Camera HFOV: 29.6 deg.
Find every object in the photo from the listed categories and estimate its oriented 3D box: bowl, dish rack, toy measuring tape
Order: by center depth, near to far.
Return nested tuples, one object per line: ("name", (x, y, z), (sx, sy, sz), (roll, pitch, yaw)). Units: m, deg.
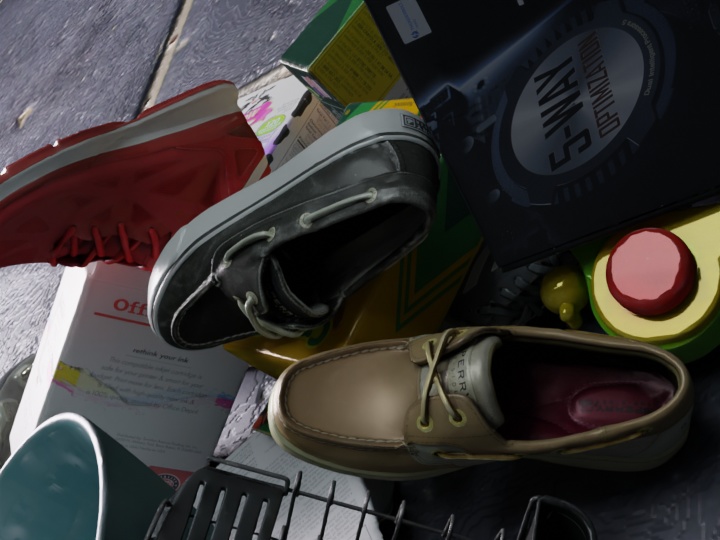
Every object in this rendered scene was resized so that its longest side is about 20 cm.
("dish rack", (-0.006, 0.158, 0.596), (0.055, 0.200, 0.154), (103, -178, -55))
("toy measuring tape", (0.180, 0.004, 0.640), (0.200, 0.074, 0.074), (-10, 46, 24))
("bowl", (-0.137, 0.185, 0.695), (0.201, 0.105, 0.201), (-39, 37, 38))

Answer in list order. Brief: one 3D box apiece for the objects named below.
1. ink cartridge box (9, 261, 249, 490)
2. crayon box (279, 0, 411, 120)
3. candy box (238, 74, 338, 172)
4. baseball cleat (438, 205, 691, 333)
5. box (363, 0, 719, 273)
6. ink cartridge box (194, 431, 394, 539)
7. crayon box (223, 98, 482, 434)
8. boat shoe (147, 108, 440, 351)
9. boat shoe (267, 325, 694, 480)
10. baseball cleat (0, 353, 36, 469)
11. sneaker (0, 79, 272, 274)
("ink cartridge box", (-0.135, 0.050, 0.851), (0.200, 0.116, 0.068), (-66, 25, 21))
("crayon box", (0.057, -0.173, 0.923), (0.200, 0.127, 0.051), (-50, 31, -5))
("candy box", (-0.096, -0.049, 0.995), (0.168, 0.072, 0.200), (-19, 32, 39))
("baseball cleat", (0.095, 0.009, 0.745), (0.200, 0.070, 0.107), (-22, 49, 48))
("box", (0.097, -0.114, 0.617), (0.160, 0.200, 0.044), (-20, 26, 17))
("ink cartridge box", (-0.043, 0.175, 0.746), (0.162, 0.050, 0.200), (-42, 37, 10))
("crayon box", (0.000, 0.000, 0.753), (0.127, 0.051, 0.200), (5, 65, 57))
("boat shoe", (-0.040, -0.003, 0.674), (0.200, 0.071, 0.064), (-37, 40, 35))
("boat shoe", (0.055, 0.054, 0.628), (0.199, 0.066, 0.074), (-3, 64, 1))
("baseball cleat", (-0.277, 0.151, 1.020), (0.106, 0.070, 0.200), (-33, 28, 40))
("sneaker", (-0.123, -0.018, 0.733), (0.200, 0.116, 0.078), (-31, -1, -25))
